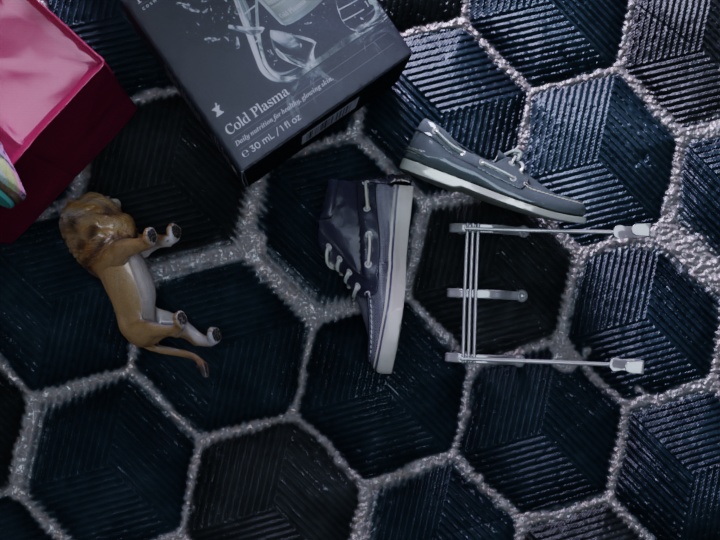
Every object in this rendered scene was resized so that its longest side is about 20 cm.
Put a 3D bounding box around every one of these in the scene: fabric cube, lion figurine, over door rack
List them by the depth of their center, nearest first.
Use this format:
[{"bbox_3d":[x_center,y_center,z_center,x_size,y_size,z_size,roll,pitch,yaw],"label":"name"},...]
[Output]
[{"bbox_3d":[-0.348,-0.158,0.855,0.196,0.199,0.200,42,86,-5],"label":"fabric cube"},{"bbox_3d":[-0.221,0.017,0.928,0.122,0.072,0.201,-12,98,28],"label":"lion figurine"},{"bbox_3d":[0.188,0.027,0.963,0.199,0.067,0.149,2,89,15],"label":"over door rack"}]

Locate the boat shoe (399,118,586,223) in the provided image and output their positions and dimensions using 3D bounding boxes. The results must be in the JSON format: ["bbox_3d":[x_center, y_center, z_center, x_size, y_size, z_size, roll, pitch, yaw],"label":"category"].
[{"bbox_3d":[0.141,-0.098,0.965,0.199,0.073,0.062,19,92,0],"label":"boat shoe"}]

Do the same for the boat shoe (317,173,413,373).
[{"bbox_3d":[0.000,0.000,0.957,0.092,0.075,0.202,5,81,1],"label":"boat shoe"}]

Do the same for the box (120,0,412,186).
[{"bbox_3d":[-0.089,-0.222,0.920,0.200,0.124,0.197,-36,91,-5],"label":"box"}]

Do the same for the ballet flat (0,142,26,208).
[{"bbox_3d":[-0.341,-0.119,0.729,0.199,0.069,0.072,23,68,-5],"label":"ballet flat"}]
